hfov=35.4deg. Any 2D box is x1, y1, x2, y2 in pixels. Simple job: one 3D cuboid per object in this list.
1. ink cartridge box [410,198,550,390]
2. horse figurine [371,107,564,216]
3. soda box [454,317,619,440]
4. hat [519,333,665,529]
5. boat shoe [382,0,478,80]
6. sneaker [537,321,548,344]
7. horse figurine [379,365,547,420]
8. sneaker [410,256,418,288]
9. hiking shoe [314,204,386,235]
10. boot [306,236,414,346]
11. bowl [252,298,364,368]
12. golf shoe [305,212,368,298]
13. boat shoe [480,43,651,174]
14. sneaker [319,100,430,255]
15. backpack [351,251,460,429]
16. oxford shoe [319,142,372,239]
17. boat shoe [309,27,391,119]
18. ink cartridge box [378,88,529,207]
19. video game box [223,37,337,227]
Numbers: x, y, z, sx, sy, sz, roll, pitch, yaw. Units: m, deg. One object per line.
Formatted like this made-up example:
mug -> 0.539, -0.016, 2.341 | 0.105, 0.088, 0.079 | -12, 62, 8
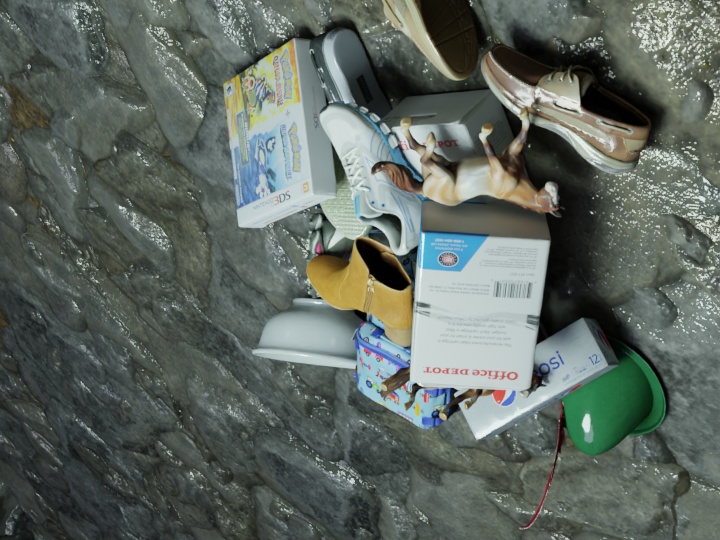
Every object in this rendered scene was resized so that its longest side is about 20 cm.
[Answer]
ink cartridge box -> 0.133, 0.030, 1.295 | 0.143, 0.085, 0.203 | 4, 121, 0
horse figurine -> 0.115, -0.111, 1.220 | 0.196, 0.051, 0.133 | -4, 141, 15
soda box -> 0.221, 0.137, 1.415 | 0.199, 0.063, 0.069 | -34, 72, 21
hat -> 0.279, 0.208, 1.426 | 0.164, 0.176, 0.202 | 3, 128, 42
boat shoe -> 0.061, -0.297, 1.236 | 0.064, 0.071, 0.202 | -17, 105, 58
sneaker -> 0.194, 0.144, 1.504 | 0.077, 0.112, 0.202 | 22, 139, 27
horse figurine -> 0.112, 0.135, 1.384 | 0.198, 0.132, 0.051 | 5, 116, 43
sneaker -> 0.132, 0.038, 1.404 | 0.078, 0.076, 0.200 | -34, 129, 20
hiking shoe -> -0.008, -0.094, 1.487 | 0.198, 0.087, 0.075 | 8, 132, 41
boot -> 0.000, 0.001, 1.430 | 0.200, 0.071, 0.145 | 37, 155, 29
bowl -> -0.060, 0.094, 1.693 | 0.197, 0.092, 0.201 | 8, 173, 1
golf shoe -> -0.034, -0.012, 1.605 | 0.086, 0.078, 0.201 | 3, 158, -2
boat shoe -> 0.220, -0.185, 1.187 | 0.198, 0.076, 0.072 | 33, 137, 5
sneaker -> 0.013, -0.105, 1.312 | 0.201, 0.087, 0.075 | 50, 147, -6
backpack -> 0.081, 0.086, 1.535 | 0.181, 0.134, 0.202 | 30, 136, 28
oxford shoe -> -0.028, -0.125, 1.448 | 0.075, 0.057, 0.202 | -41, 59, 22
boat shoe -> -0.007, -0.204, 1.399 | 0.056, 0.068, 0.202 | 5, 123, 46
ink cartridge box -> 0.120, -0.108, 1.347 | 0.144, 0.083, 0.202 | 2, 128, 43
video game box -> -0.107, -0.172, 1.454 | 0.181, 0.046, 0.204 | -17, 77, 49
